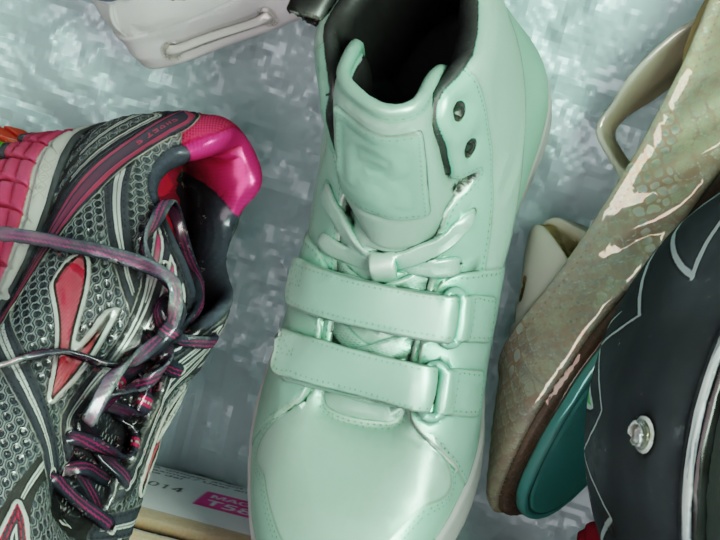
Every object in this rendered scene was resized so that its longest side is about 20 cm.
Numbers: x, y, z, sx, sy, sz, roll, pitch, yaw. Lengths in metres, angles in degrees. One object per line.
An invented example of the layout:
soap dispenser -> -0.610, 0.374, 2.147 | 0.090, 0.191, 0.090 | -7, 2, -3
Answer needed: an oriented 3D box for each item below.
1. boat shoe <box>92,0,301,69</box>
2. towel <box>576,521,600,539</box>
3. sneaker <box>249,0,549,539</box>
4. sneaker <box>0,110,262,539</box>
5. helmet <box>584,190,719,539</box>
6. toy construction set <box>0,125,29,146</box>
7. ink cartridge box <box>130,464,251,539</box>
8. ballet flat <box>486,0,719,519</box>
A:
boat shoe -> 0.005, -0.119, 0.854 | 0.200, 0.074, 0.065 | -15, 127, 20
towel -> 0.172, 0.135, 0.860 | 0.200, 0.022, 0.145 | -11, 73, 13
sneaker -> 0.000, 0.000, 0.795 | 0.074, 0.118, 0.201 | 9, 72, 18
sneaker -> -0.080, 0.029, 0.797 | 0.075, 0.200, 0.081 | -12, 140, 23
helmet -> 0.163, 0.050, 0.768 | 0.190, 0.200, 0.200 | 11, 102, 23
toy construction set -> -0.172, -0.018, 0.869 | 0.200, 0.131, 0.092 | 36, 106, 3
ink cartridge box -> -0.056, 0.157, 0.906 | 0.200, 0.075, 0.165 | 14, 101, 9
ballet flat -> 0.090, -0.013, 0.861 | 0.062, 0.067, 0.200 | 41, 103, 29
